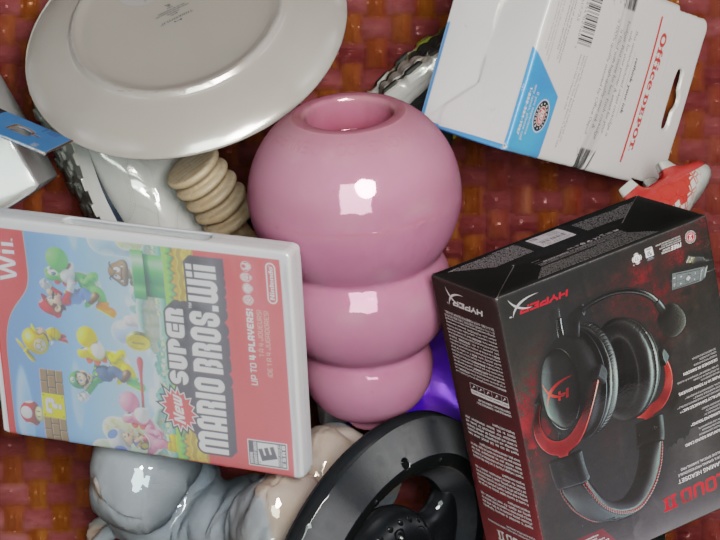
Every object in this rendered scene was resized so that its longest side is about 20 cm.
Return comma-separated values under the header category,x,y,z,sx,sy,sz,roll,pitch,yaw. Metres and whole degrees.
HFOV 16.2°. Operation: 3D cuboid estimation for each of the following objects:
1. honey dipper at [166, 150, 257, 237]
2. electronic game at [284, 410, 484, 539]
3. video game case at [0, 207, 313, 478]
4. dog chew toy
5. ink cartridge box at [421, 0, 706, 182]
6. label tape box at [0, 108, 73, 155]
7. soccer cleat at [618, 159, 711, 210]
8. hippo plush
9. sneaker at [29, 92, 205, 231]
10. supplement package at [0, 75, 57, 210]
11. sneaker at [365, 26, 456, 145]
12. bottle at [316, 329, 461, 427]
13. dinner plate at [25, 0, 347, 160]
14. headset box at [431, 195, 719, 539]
category,x,y,z,sx,sy,sz,roll,pitch,yaw
honey dipper,-0.049,0.006,1.567,0.038,0.038,0.200,-36,118,2
electronic game,0.010,0.177,1.511,0.042,0.200,0.200,24,95,33
video game case,-0.125,0.041,1.466,0.200,0.017,0.143,7,115,22
dog chew toy,0.000,0.000,1.476,0.124,0.125,0.200,-5,116,-1
ink cartridge box,0.128,-0.123,1.540,0.068,0.200,0.116,20,96,33
label tape box,-0.270,-0.086,1.407,0.200,0.144,0.063,26,95,-3
soccer cleat,0.156,0.013,1.542,0.085,0.069,0.200,45,70,5
hippo plush,-0.079,0.139,1.564,0.161,0.200,0.159,35,79,21
sneaker,-0.137,-0.057,1.575,0.080,0.076,0.200,-30,101,-9
supplement package,-0.287,-0.111,1.536,0.117,0.117,0.200,-30,95,1
sneaker,0.029,-0.074,1.578,0.200,0.074,0.085,-44,101,11
bottle,0.073,0.070,1.576,0.200,0.065,0.084,-4,76,-9
dinner plate,-0.108,-0.148,1.516,0.200,0.200,0.024,-17,138,0
headset box,0.138,0.077,1.460,0.149,0.075,0.200,-20,110,-24
